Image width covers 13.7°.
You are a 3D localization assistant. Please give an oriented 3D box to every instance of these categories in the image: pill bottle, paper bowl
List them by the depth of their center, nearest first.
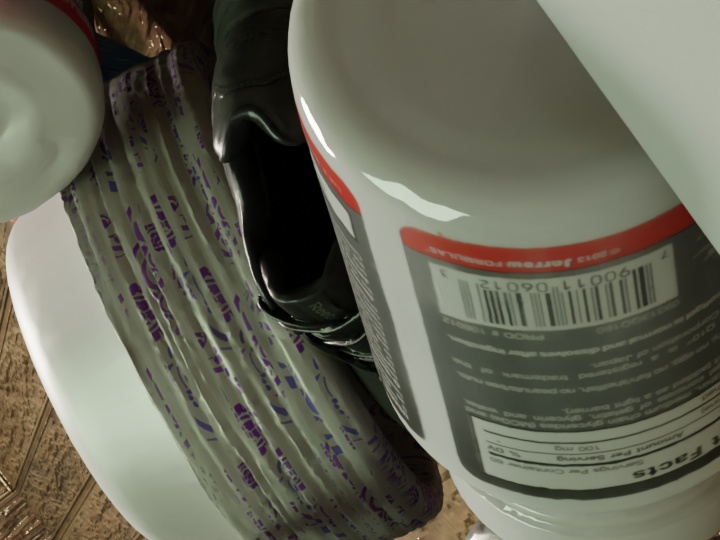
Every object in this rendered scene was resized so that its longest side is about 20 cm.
[{"bbox_3d":[0.053,-0.010,0.750,0.116,0.116,0.200,45,165,29],"label":"pill bottle"},{"bbox_3d":[-0.154,-0.120,1.062,0.111,0.111,0.200,68,-173,-49],"label":"pill bottle"},{"bbox_3d":[-0.058,0.023,1.111,0.201,0.104,0.201,62,-173,-13],"label":"paper bowl"}]

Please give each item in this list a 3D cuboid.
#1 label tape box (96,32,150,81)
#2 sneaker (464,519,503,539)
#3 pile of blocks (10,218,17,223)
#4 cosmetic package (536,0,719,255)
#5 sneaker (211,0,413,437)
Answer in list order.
[{"bbox_3d":[-0.182,-0.090,1.207,0.200,0.066,0.143,24,-172,24],"label":"label tape box"},{"bbox_3d":[0.110,0.137,0.856,0.200,0.087,0.075,32,-170,5],"label":"sneaker"},{"bbox_3d":[-0.137,-0.053,1.334,0.200,0.062,0.082,44,149,-26],"label":"pile of blocks"},{"bbox_3d":[0.100,-0.045,0.598,0.200,0.074,0.102,56,166,-6],"label":"cosmetic package"},{"bbox_3d":[0.000,0.000,0.976,0.200,0.076,0.091,58,-152,-30],"label":"sneaker"}]
